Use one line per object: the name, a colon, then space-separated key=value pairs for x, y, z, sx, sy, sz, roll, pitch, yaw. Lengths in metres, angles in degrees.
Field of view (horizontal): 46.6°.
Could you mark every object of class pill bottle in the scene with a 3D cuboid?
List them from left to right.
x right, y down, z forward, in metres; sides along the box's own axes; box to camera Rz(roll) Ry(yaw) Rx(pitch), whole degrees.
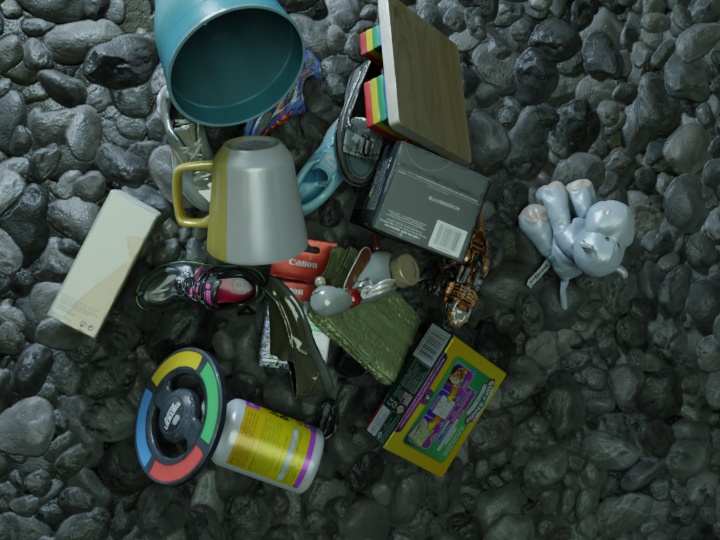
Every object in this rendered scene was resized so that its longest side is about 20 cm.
pill bottle: x=-0.162 y=0.263 z=1.286 sx=0.197 sy=0.104 sz=0.106 roll=23 pitch=91 yaw=-12

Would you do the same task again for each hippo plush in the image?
hippo plush: x=0.343 y=-0.054 z=1.326 sx=0.158 sy=0.161 sz=0.202 roll=30 pitch=89 yaw=-12

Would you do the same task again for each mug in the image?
mug: x=-0.167 y=-0.104 z=1.186 sx=0.183 sy=0.149 sz=0.156 roll=-8 pitch=115 yaw=-18

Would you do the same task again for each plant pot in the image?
plant pot: x=-0.202 y=-0.342 z=1.167 sx=0.197 sy=0.201 sz=0.190 roll=-24 pitch=61 yaw=-8

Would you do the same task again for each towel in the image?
towel: x=0.007 y=0.070 z=1.295 sx=0.200 sy=0.036 sz=0.150 roll=42 pitch=53 yaw=-23

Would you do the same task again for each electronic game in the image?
electronic game: x=-0.266 y=0.213 z=1.227 sx=0.041 sy=0.199 sz=0.203 roll=25 pitch=91 yaw=-46

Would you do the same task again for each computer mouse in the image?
computer mouse: x=-0.028 y=0.177 z=1.346 sx=0.058 sy=0.034 sz=0.203 roll=22 pitch=96 yaw=-29

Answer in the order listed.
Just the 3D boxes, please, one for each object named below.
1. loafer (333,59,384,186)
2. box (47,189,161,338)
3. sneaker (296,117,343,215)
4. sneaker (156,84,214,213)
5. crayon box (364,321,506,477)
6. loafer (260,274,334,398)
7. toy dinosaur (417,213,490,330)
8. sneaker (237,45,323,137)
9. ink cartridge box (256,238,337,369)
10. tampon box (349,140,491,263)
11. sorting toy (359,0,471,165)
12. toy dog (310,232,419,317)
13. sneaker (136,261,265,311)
loafer: x=0.003 y=-0.228 z=1.252 sx=0.071 sy=0.063 sz=0.204 roll=12 pitch=68 yaw=-17
box: x=-0.373 y=-0.013 z=1.227 sx=0.077 sy=0.095 sz=0.202 roll=28 pitch=91 yaw=-12
sneaker: x=-0.042 y=-0.162 z=1.282 sx=0.073 sy=0.082 sz=0.202 roll=35 pitch=87 yaw=-13
sneaker: x=-0.252 y=-0.180 z=1.235 sx=0.075 sy=0.092 sz=0.203 roll=-22 pitch=100 yaw=-9
crayon box: x=0.122 y=0.207 z=1.321 sx=0.172 sy=0.058 sz=0.202 roll=35 pitch=87 yaw=-45
loafer: x=-0.105 y=0.104 z=1.246 sx=0.069 sy=0.075 sz=0.203 roll=-26 pitch=99 yaw=-11
toy dinosaur: x=0.165 y=0.005 z=1.300 sx=0.102 sy=0.136 sz=0.200 roll=43 pitch=61 yaw=-1
sneaker: x=-0.122 y=-0.251 z=1.266 sx=0.078 sy=0.075 sz=0.202 roll=31 pitch=90 yaw=-15
ink cartridge box: x=-0.096 y=0.052 z=1.307 sx=0.107 sy=0.050 sz=0.204 roll=8 pitch=94 yaw=-11
tampon box: x=0.084 y=-0.101 z=1.252 sx=0.148 sy=0.200 sz=0.128 roll=20 pitch=91 yaw=-10
sorting toy: x=0.078 y=-0.269 z=1.244 sx=0.197 sy=0.069 sz=0.204 roll=16 pitch=64 yaw=-51
toy dog: x=0.000 y=0.000 z=1.208 sx=0.130 sy=0.200 sz=0.098 roll=-24 pitch=84 yaw=20
sneaker: x=-0.239 y=0.024 z=1.260 sx=0.196 sy=0.084 sz=0.078 roll=-6 pitch=95 yaw=-10
